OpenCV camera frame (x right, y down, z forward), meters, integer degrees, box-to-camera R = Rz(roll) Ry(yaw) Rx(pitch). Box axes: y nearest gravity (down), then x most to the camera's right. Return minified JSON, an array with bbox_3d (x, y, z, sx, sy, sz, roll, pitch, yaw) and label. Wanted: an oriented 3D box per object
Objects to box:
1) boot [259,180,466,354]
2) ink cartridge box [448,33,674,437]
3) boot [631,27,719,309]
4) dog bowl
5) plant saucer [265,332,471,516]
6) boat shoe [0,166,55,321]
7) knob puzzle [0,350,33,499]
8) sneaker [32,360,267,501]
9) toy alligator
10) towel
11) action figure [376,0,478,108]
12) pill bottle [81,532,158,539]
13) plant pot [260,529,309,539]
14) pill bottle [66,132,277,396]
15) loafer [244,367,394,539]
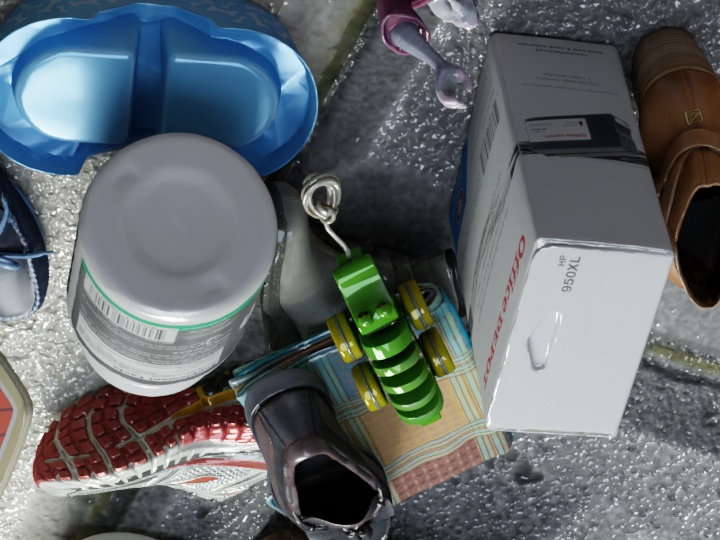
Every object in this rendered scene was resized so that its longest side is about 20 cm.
[{"bbox_3d":[0.000,0.000,1.564,0.130,0.068,0.200,-10,148,-3],"label":"boot"},{"bbox_3d":[0.113,-0.021,1.477,0.084,0.201,0.145,4,129,-9],"label":"ink cartridge box"},{"bbox_3d":[0.206,-0.028,1.511,0.076,0.156,0.201,-7,130,-1],"label":"boot"},{"bbox_3d":[-0.125,-0.112,1.473,0.199,0.050,0.112,2,129,-9],"label":"dog bowl"},{"bbox_3d":[0.028,0.112,1.697,0.200,0.019,0.070,-39,123,24],"label":"plant saucer"},{"bbox_3d":[-0.249,-0.036,1.508,0.084,0.069,0.200,-22,128,11],"label":"boat shoe"},{"bbox_3d":[-0.290,0.092,1.529,0.218,0.030,0.221,3,97,24],"label":"knob puzzle"},{"bbox_3d":[-0.116,0.122,1.649,0.199,0.078,0.082,-9,131,1],"label":"sneaker"},{"bbox_3d":[0.012,0.031,1.493,0.059,0.054,0.201,-25,126,1],"label":"toy alligator"},{"bbox_3d":[0.013,0.093,1.614,0.146,0.022,0.200,-26,142,2],"label":"towel"},{"bbox_3d":[0.012,-0.183,1.397,0.148,0.135,0.200,21,168,26],"label":"action figure"},{"bbox_3d":[-0.178,0.288,1.758,0.110,0.111,0.201,8,128,-13],"label":"pill bottle"},{"bbox_3d":[0.001,0.283,1.731,0.198,0.201,0.201,28,122,-18],"label":"plant pot"},{"bbox_3d":[-0.115,0.004,1.480,0.112,0.114,0.200,3,163,-9],"label":"pill bottle"},{"bbox_3d":[-0.022,0.137,1.579,0.072,0.063,0.200,-26,143,1],"label":"loafer"}]
